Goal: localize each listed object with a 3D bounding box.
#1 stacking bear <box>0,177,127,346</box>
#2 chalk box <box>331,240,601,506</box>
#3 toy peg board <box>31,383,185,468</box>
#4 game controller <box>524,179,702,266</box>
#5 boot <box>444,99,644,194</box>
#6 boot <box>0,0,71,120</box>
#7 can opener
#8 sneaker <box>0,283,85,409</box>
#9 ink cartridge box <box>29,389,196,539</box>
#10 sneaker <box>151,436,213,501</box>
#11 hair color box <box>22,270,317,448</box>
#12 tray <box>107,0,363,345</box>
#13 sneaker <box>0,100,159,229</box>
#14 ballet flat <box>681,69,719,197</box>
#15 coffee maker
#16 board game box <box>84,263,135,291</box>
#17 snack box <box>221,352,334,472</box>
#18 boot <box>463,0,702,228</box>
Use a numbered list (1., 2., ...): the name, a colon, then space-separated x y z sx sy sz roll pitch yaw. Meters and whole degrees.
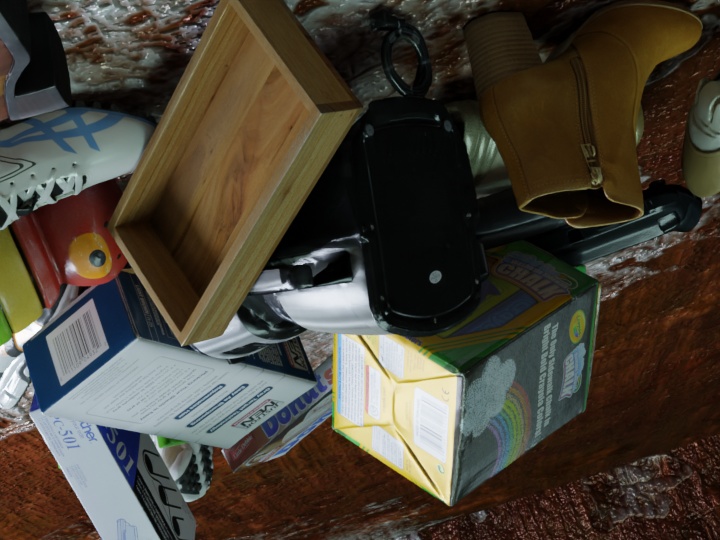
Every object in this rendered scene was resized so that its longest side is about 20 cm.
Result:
1. stacking bear: -0.238 -0.002 0.965 0.199 0.114 0.122 -24 121 -14
2. chalk box: 0.090 0.053 1.098 0.200 0.124 0.125 -29 134 -38
3. toy peg board: -0.176 0.108 1.285 0.199 0.098 0.199 -12 170 1
4. game controller: 0.168 -0.022 1.180 0.199 0.042 0.104 -20 174 24
5. boot: 0.106 -0.076 1.134 0.154 0.072 0.200 -9 159 -21
6. boot: -0.257 -0.114 0.730 0.199 0.069 0.188 -10 169 -2
7. can opener: 0.094 -0.032 1.063 0.199 0.079 0.063 -20 172 -17
8. sneaker: -0.254 0.028 1.094 0.080 0.074 0.200 27 130 -16
9. ink cartridge box: -0.185 0.153 1.152 0.044 0.094 0.200 -20 118 7
10. sneaker: -0.177 0.152 1.402 0.081 0.075 0.200 -4 -157 -1
11. hair color box: -0.133 0.068 1.086 0.100 0.061 0.200 -36 149 23
12. tray: -0.078 -0.058 0.879 0.037 0.099 0.200 -14 149 -42
13. sneaker: -0.213 -0.051 0.900 0.199 0.073 0.072 -14 160 -17
14. ballet flat: 0.275 -0.140 1.069 0.063 0.069 0.200 9 125 -35
15. coffee maker: -0.031 -0.043 0.985 0.200 0.193 0.135 -7 158 42
16. board game box: -0.127 0.002 1.195 0.199 0.035 0.135 -6 159 -32
17. snack box: -0.027 0.095 1.201 0.200 0.024 0.072 -42 164 33
18. boot: 0.164 -0.101 0.993 0.201 0.144 0.071 -7 160 -30
